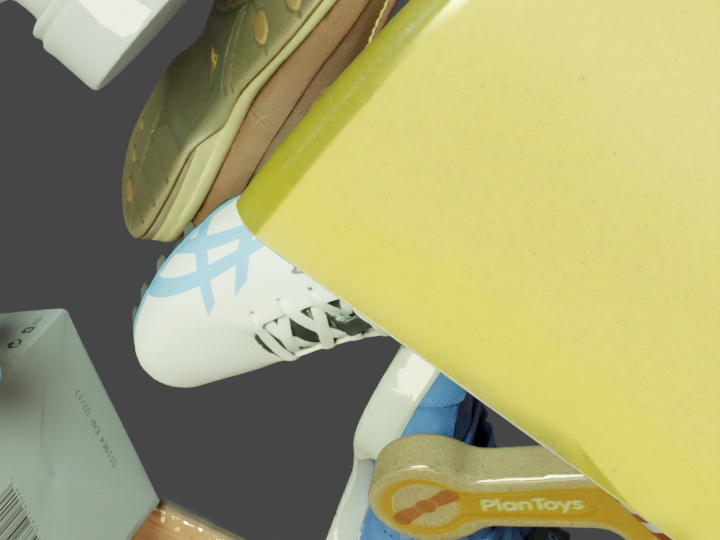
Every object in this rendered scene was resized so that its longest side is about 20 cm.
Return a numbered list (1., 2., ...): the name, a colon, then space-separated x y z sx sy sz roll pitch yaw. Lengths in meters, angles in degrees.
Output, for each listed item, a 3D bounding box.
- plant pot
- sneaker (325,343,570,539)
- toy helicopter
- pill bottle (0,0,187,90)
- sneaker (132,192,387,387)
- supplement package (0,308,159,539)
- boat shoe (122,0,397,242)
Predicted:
1. plant pot: 0.113 -0.062 0.816 0.200 0.200 0.177 35 123 3
2. sneaker: 0.049 0.095 1.048 0.111 0.077 0.201 25 128 7
3. toy helicopter: 0.098 0.074 0.950 0.199 0.079 0.133 -2 139 15
4. pill bottle: -0.139 -0.165 0.933 0.200 0.120 0.120 42 135 -4
5. sneaker: 0.000 0.000 0.963 0.199 0.073 0.072 -25 138 19
6. supplement package: -0.215 0.098 1.189 0.199 0.110 0.114 -6 120 35
7. boat shoe: -0.022 -0.079 0.971 0.067 0.072 0.200 15 136 -25
